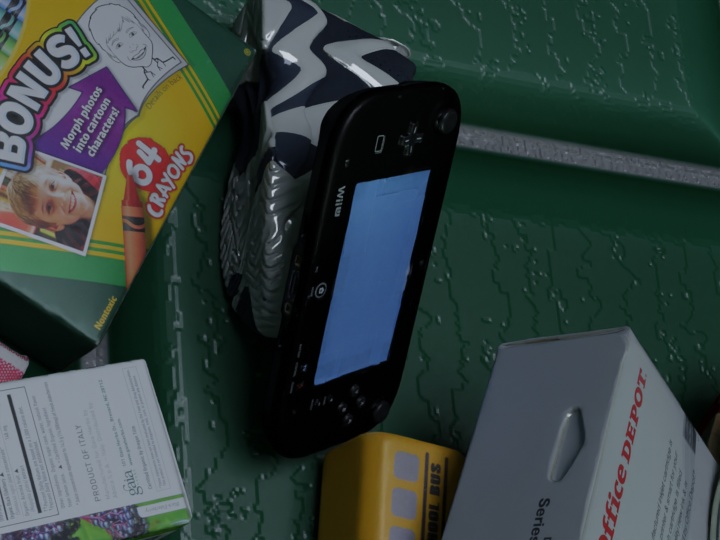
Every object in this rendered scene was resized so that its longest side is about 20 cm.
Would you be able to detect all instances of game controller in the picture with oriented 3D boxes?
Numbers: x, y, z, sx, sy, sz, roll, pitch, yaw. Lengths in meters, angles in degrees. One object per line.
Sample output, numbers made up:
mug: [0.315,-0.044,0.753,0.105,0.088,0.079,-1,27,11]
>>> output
game controller: [0.000,0.000,0.874,0.042,0.201,0.104,22,22,25]

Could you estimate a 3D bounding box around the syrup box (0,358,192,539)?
syrup box: [-0.183,0.100,0.734,0.199,0.079,0.082,-9,75,-37]

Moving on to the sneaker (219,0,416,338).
sneaker: [-0.006,-0.054,0.941,0.129,0.080,0.201,9,59,-22]

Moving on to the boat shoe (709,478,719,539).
boat shoe: [0.217,0.174,0.888,0.075,0.062,0.201,46,45,-40]

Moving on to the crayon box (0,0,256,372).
crayon box: [-0.169,-0.080,0.859,0.172,0.058,0.201,35,56,-17]

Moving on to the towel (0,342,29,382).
towel: [-0.248,0.089,0.764,0.146,0.030,0.201,32,55,-19]

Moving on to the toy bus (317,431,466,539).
toy bus: [0.018,0.191,0.870,0.078,0.065,0.202,17,63,-27]

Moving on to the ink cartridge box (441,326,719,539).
ink cartridge box: [0.133,0.147,0.898,0.200,0.084,0.147,53,43,-36]

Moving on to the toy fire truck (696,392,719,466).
toy fire truck: [0.307,0.089,1.040,0.175,0.129,0.201,25,47,5]
